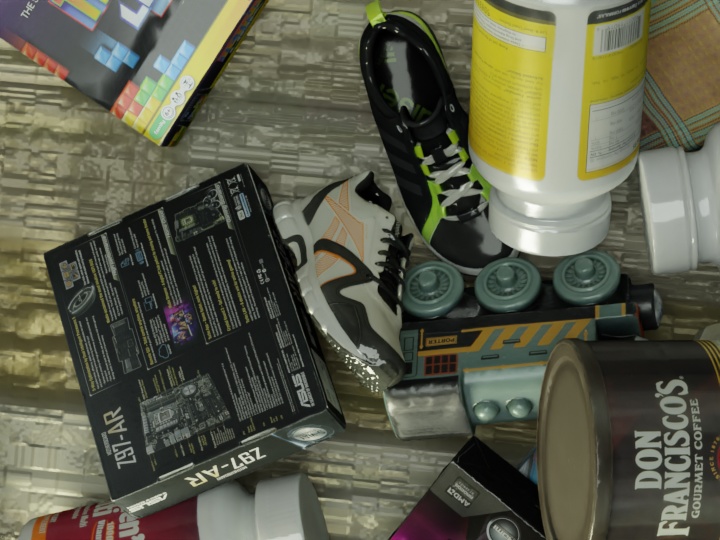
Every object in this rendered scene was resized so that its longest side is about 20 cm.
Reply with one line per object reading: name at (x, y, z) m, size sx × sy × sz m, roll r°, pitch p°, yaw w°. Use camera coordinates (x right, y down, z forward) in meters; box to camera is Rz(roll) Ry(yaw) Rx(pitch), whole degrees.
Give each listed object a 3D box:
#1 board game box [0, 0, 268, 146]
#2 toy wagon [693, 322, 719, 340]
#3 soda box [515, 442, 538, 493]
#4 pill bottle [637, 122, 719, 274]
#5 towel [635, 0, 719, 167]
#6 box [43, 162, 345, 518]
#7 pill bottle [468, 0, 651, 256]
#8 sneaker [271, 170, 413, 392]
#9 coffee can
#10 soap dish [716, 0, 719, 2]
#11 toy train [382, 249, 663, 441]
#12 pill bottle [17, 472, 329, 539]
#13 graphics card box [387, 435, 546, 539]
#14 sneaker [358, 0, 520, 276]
board game box at (-0.146, -0.212, 1.777) m, size 0.165 × 0.057 × 0.200 m, roll 33°, pitch 97°, yaw 5°
toy wagon at (0.281, 0.127, 1.709) m, size 0.155 × 0.040 × 0.200 m, roll -14°, pitch 82°, yaw -12°
soda box at (0.195, 0.180, 1.735) m, size 0.200 × 0.068 × 0.064 m, roll 40°, pitch 106°, yaw 5°
pill bottle at (0.285, -0.048, 1.683) m, size 0.200 × 0.111 × 0.111 m, roll -6°, pitch 92°, yaw 3°
towel at (0.226, -0.156, 1.680) m, size 0.200 × 0.022 × 0.147 m, roll -27°, pitch 111°, yaw 33°
box at (-0.114, 0.047, 1.746) m, size 0.160 × 0.044 × 0.200 m, roll -24°, pitch 61°, yaw 8°
pill bottle at (0.126, -0.114, 1.662) m, size 0.112 × 0.112 × 0.200 m, roll 7°, pitch 123°, yaw 8°
sneaker at (0.000, 0.000, 1.706) m, size 0.080 × 0.200 × 0.074 m, roll -29°, pitch 130°, yaw 5°
coffee can at (0.223, 0.114, 1.606) m, size 0.200 × 0.146 × 0.146 m, roll -1°, pitch 93°, yaw -10°
soap dish at (0.279, -0.242, 1.680) m, size 0.200 × 0.081 × 0.157 m, roll 19°, pitch 117°, yaw 8°
toy train at (0.101, 0.053, 1.718) m, size 0.200 × 0.085 × 0.114 m, roll -5°, pitch 49°, yaw 10°
pill bottle at (-0.125, 0.202, 1.765) m, size 0.200 × 0.110 × 0.110 m, roll -14°, pitch 91°, yaw 9°
graphics card box at (0.064, 0.223, 1.735) m, size 0.125 × 0.051 × 0.200 m, roll 40°, pitch 118°, yaw 5°
sneaker at (0.044, -0.085, 1.740) m, size 0.072 × 0.083 × 0.200 m, roll -26°, pitch 89°, yaw 9°
